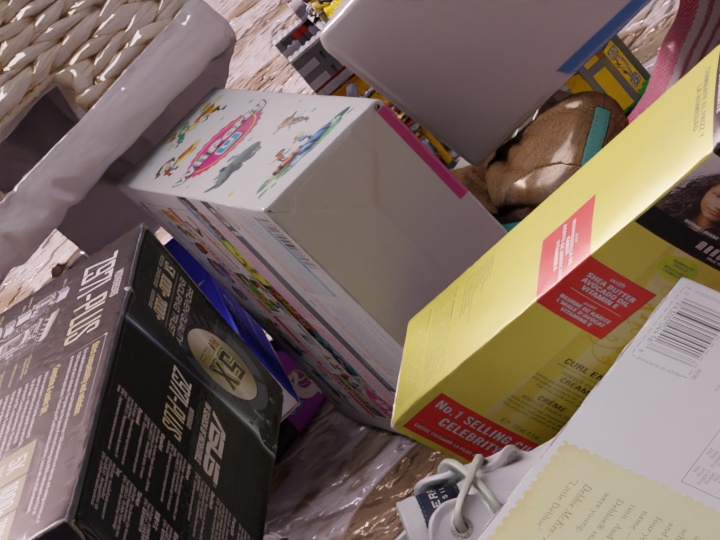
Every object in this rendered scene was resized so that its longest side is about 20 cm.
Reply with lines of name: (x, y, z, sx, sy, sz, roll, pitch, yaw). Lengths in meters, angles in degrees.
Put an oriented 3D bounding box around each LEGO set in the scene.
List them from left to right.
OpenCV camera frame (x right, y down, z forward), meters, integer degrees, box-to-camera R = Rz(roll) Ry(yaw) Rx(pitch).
LEGO set: (0.038, -0.105, 1.343, 0.154, 0.116, 0.200, -39, 18, 9)

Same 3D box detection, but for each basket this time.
basket: (-0.178, -0.054, 1.254, 0.198, 0.161, 0.200, -48, -5, -18)

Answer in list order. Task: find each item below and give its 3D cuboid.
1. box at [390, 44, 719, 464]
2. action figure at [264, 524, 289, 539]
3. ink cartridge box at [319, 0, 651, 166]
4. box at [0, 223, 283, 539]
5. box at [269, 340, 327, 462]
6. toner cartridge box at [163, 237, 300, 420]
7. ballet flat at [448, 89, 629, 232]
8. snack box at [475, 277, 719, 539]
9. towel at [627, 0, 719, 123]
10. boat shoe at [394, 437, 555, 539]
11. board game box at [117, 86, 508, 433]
box: (0.092, 0.004, 0.935, 0.200, 0.075, 0.050, -41, 28, 46)
action figure: (-0.090, 0.133, 1.099, 0.193, 0.105, 0.200, -21, 24, 32)
ink cartridge box: (0.085, -0.158, 1.111, 0.145, 0.085, 0.200, -44, 13, 44)
box: (-0.120, 0.097, 0.950, 0.164, 0.086, 0.200, -32, 21, 17)
box: (-0.111, 0.116, 1.269, 0.143, 0.036, 0.200, -16, 32, 55)
toner cartridge box: (-0.088, 0.046, 1.259, 0.095, 0.043, 0.200, -41, 17, 2)
ballet flat: (0.067, -0.035, 1.138, 0.200, 0.068, 0.072, 145, 141, -78)
snack box: (0.085, 0.100, 0.780, 0.116, 0.037, 0.200, 25, 60, 31)
towel: (0.127, -0.058, 1.073, 0.200, 0.030, 0.146, -93, 22, -70)
boat shoe: (0.039, 0.093, 0.906, 0.200, 0.067, 0.074, -48, 16, 3)
board game box: (0.000, 0.000, 1.120, 0.064, 0.148, 0.200, -48, 18, -12)
